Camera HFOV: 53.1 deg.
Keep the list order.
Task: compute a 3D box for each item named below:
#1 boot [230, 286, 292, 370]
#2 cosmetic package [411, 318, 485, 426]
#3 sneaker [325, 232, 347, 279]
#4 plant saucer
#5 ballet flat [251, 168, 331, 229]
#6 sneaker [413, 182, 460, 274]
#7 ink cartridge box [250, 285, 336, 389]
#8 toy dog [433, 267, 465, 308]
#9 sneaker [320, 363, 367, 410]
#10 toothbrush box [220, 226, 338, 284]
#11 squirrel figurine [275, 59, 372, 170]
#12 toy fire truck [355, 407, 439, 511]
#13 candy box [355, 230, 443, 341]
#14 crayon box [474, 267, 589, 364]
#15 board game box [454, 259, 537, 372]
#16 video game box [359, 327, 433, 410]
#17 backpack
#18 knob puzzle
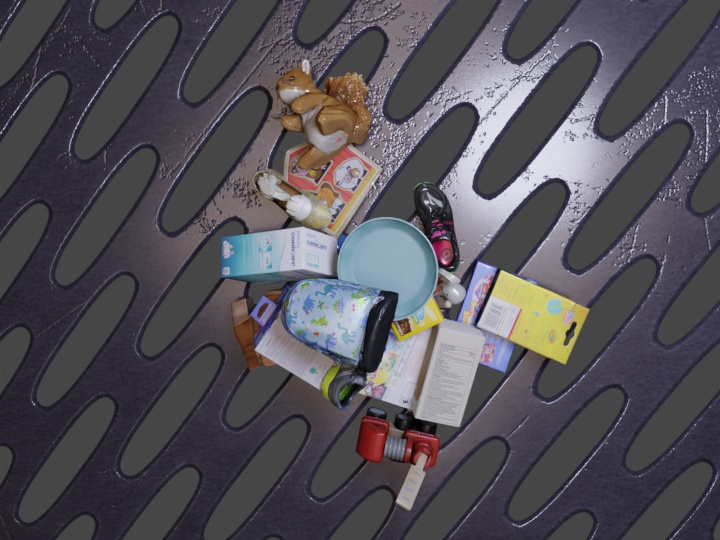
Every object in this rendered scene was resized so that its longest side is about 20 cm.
[{"bbox_3d":[-0.181,0.122,1.537,0.197,0.073,0.158,-16,88,29],"label":"boot"},{"bbox_3d":[0.179,0.209,1.484,0.103,0.071,0.203,14,105,-7],"label":"cosmetic package"},{"bbox_3d":[-0.064,0.021,1.532,0.077,0.066,0.203,19,96,3],"label":"sneaker"},{"bbox_3d":[0.054,-0.005,1.395,0.196,0.036,0.204,2,102,10],"label":"plant saucer"},{"bbox_3d":[-0.148,-0.147,1.483,0.199,0.071,0.071,36,98,20],"label":"ballet flat"},{"bbox_3d":[0.165,-0.089,1.495,0.076,0.084,0.203,-20,94,5],"label":"sneaker"},{"bbox_3d":[-0.128,0.128,1.464,0.199,0.076,0.137,34,97,-20],"label":"ink cartridge box"},{"bbox_3d":[0.113,0.025,1.496,0.198,0.132,0.097,32,88,21],"label":"toy dog"},{"bbox_3d":[-0.006,0.189,1.431,0.073,0.081,0.203,15,106,-33],"label":"sneaker"},{"bbox_3d":[-0.162,-0.027,1.459,0.197,0.146,0.087,-6,80,25],"label":"toothbrush box"},{"bbox_3d":[-0.078,-0.336,1.476,0.198,0.142,0.188,-20,64,-30],"label":"squirrel figurine"},{"bbox_3d":[0.074,0.387,1.491,0.173,0.200,0.131,12,96,3],"label":"toy fire truck"},{"bbox_3d":[0.078,0.030,1.431,0.101,0.026,0.202,-26,97,10],"label":"candy box"},{"bbox_3d":[0.348,0.093,1.471,0.197,0.051,0.129,24,97,2],"label":"crayon box"},{"bbox_3d":[0.275,0.096,1.525,0.132,0.045,0.203,19,97,2],"label":"board game box"},{"bbox_3d":[0.066,0.176,1.515,0.180,0.047,0.203,19,102,-20],"label":"video game box"},{"bbox_3d":[-0.050,0.088,1.353,0.197,0.153,0.166,21,94,23],"label":"backpack"},{"bbox_3d":[-0.080,-0.195,1.510,0.215,0.030,0.224,-1,83,10],"label":"knob puzzle"}]
